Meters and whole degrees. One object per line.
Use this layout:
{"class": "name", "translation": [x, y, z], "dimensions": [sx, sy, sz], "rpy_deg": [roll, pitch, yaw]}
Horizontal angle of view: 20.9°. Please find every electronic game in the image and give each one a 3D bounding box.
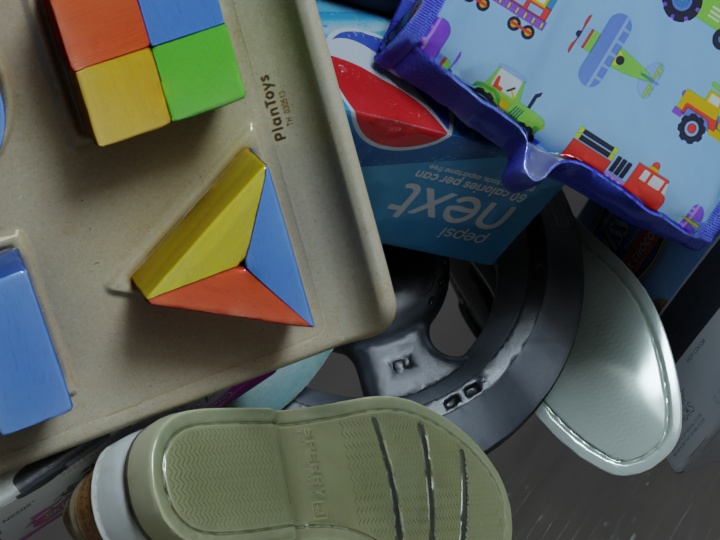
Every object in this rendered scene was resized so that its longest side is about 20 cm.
{"class": "electronic game", "translation": [0.000, 0.000, 0.866], "dimensions": [0.199, 0.042, 0.201], "rpy_deg": [1, 67, -1]}

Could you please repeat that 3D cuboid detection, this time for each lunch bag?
{"class": "lunch bag", "translation": [0.107, -0.115, 0.774], "dimensions": [0.150, 0.094, 0.201], "rpy_deg": [32, 70, -14]}

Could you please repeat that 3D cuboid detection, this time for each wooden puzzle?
{"class": "wooden puzzle", "translation": [-0.099, -0.026, 0.659], "dimensions": [0.199, 0.186, 0.046], "rpy_deg": [-19, 22, -7]}

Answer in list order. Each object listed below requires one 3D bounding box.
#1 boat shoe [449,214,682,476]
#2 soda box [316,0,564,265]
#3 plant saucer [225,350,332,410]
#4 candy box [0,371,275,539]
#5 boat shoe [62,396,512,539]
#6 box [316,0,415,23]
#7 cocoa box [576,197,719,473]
{"class": "boat shoe", "translation": [0.085, 0.012, 0.909], "dimensions": [0.075, 0.060, 0.201], "rpy_deg": [-25, 68, -4]}
{"class": "soda box", "translation": [-0.012, -0.061, 0.772], "dimensions": [0.199, 0.068, 0.064], "rpy_deg": [10, 46, -37]}
{"class": "plant saucer", "translation": [-0.098, -0.018, 0.826], "dimensions": [0.200, 0.039, 0.202], "rpy_deg": [1, 67, -3]}
{"class": "candy box", "translation": [-0.142, -0.010, 0.765], "dimensions": [0.136, 0.061, 0.200], "rpy_deg": [-32, 72, -15]}
{"class": "boat shoe", "translation": [-0.025, 0.090, 0.765], "dimensions": [0.199, 0.068, 0.075], "rpy_deg": [15, 63, -43]}
{"class": "box", "translation": [-0.056, -0.193, 0.791], "dimensions": [0.199, 0.104, 0.183], "rpy_deg": [13, 71, -40]}
{"class": "cocoa box", "translation": [0.218, -0.012, 0.935], "dimensions": [0.199, 0.134, 0.132], "rpy_deg": [-14, 61, -30]}
